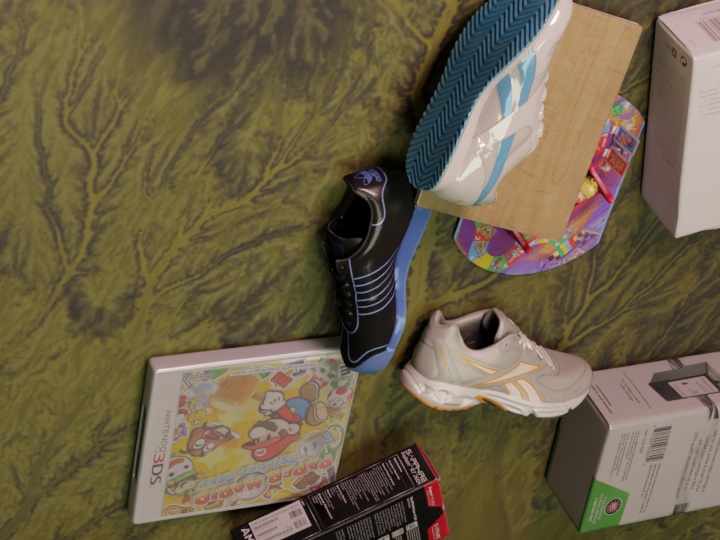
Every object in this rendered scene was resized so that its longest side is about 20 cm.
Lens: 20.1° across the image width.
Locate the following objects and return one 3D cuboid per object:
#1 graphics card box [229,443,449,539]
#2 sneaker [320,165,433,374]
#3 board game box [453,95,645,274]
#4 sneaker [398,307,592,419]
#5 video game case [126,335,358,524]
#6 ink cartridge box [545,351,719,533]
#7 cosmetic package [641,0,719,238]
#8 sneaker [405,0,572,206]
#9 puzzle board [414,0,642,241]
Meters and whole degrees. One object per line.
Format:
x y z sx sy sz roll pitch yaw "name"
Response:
-0.018 0.250 1.931 0.200 0.051 0.126 -26 148 -8 "graphics card box"
0.000 0.000 1.743 0.078 0.070 0.200 -1 118 -29 "sneaker"
0.174 -0.067 1.797 0.158 0.039 0.200 -1 126 -27 "board game box"
0.138 0.080 1.879 0.200 0.076 0.092 3 120 -31 "sneaker"
-0.105 0.144 1.834 0.200 0.023 0.182 -6 129 -24 "video game case"
0.301 0.169 2.026 0.200 0.084 0.146 -7 129 -23 "ink cartridge box"
0.312 -0.135 1.795 0.102 0.074 0.200 -15 133 -17 "cosmetic package"
0.115 -0.145 1.649 0.081 0.077 0.200 20 107 -39 "sneaker"
0.140 -0.133 1.713 0.151 0.017 0.200 13 104 -29 "puzzle board"
